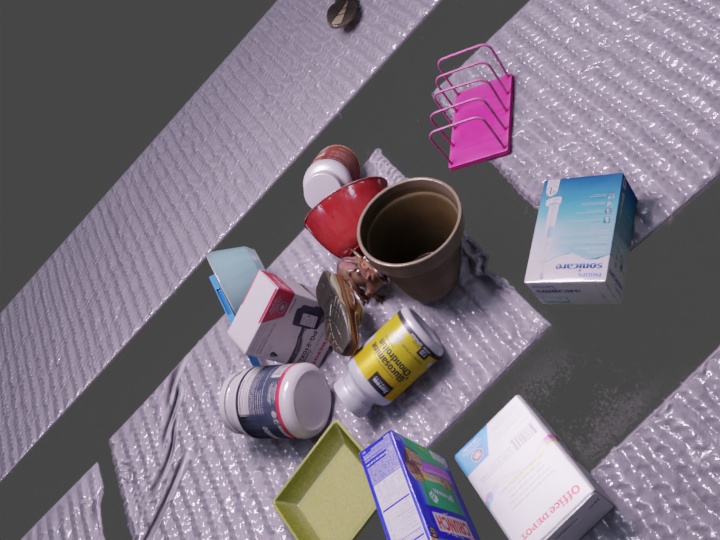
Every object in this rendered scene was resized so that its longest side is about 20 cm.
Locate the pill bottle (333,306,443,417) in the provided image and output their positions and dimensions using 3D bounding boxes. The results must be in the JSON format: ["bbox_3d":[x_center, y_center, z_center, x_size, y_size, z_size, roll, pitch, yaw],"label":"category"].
[{"bbox_3d":[0.048,0.172,1.427,0.200,0.112,0.113,-44,43,9],"label":"pill bottle"}]

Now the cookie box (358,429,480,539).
[{"bbox_3d":[0.099,0.370,1.209,0.075,0.170,0.202,-39,45,16],"label":"cookie box"}]

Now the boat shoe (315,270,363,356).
[{"bbox_3d":[-0.028,0.077,1.480,0.076,0.072,0.202,-58,33,32],"label":"boat shoe"}]

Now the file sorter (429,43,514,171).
[{"bbox_3d":[0.224,-0.338,1.607,0.137,0.125,0.204,-12,55,34],"label":"file sorter"}]

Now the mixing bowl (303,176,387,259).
[{"bbox_3d":[-0.008,-0.092,1.622,0.198,0.199,0.110,-33,75,19],"label":"mixing bowl"}]

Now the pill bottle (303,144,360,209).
[{"bbox_3d":[-0.065,-0.198,1.715,0.111,0.113,0.201,-33,14,19],"label":"pill bottle"}]

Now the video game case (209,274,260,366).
[{"bbox_3d":[-0.275,0.117,1.728,0.018,0.145,0.201,-26,42,-9],"label":"video game case"}]

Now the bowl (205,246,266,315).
[{"bbox_3d":[-0.257,0.028,1.753,0.103,0.203,0.202,-28,43,-7],"label":"bowl"}]

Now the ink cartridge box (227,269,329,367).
[{"bbox_3d":[-0.142,0.103,1.558,0.084,0.198,0.147,37,101,44],"label":"ink cartridge box"}]

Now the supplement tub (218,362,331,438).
[{"bbox_3d":[-0.168,0.257,1.537,0.197,0.140,0.143,-9,57,37],"label":"supplement tub"}]

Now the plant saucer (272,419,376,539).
[{"bbox_3d":[-0.042,0.405,1.397,0.201,0.048,0.199,-52,42,1],"label":"plant saucer"}]

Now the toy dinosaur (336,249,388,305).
[{"bbox_3d":[0.000,0.000,1.567,0.197,0.135,0.088,-4,59,39],"label":"toy dinosaur"}]

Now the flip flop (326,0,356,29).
[{"bbox_3d":[-0.046,-0.708,2.143,0.079,0.058,0.202,-2,41,6],"label":"flip flop"}]

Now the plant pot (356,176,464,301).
[{"bbox_3d":[0.111,-0.040,1.453,0.195,0.175,0.204,-12,52,15],"label":"plant pot"}]

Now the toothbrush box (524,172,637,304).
[{"bbox_3d":[0.371,-0.051,1.315,0.144,0.085,0.204,-3,60,38],"label":"toothbrush box"}]

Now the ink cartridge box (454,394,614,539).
[{"bbox_3d":[0.256,0.315,1.171,0.145,0.084,0.201,-45,42,8],"label":"ink cartridge box"}]
